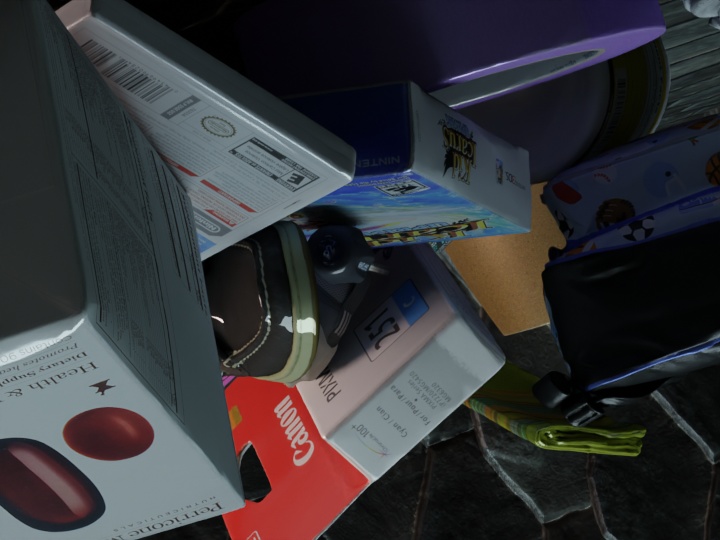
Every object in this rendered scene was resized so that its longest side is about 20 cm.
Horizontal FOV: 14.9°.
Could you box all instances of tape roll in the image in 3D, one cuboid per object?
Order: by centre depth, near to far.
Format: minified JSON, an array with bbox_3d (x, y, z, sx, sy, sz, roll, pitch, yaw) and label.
[{"bbox_3d":[0.043,-0.116,1.320,0.200,0.066,0.200,-16,179,0],"label":"tape roll"}]

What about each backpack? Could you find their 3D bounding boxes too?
[{"bbox_3d":[0.182,-0.004,1.482,0.200,0.154,0.191,-13,172,5],"label":"backpack"}]

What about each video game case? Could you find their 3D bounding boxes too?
[{"bbox_3d":[-0.120,-0.041,1.162,0.143,0.018,0.200,31,139,-33],"label":"video game case"},{"bbox_3d":[-0.041,-0.039,1.270,0.200,0.046,0.181,-6,172,19],"label":"video game case"}]

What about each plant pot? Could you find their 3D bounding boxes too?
[{"bbox_3d":[0.132,-0.054,2.258,0.186,0.200,0.186,-16,179,0],"label":"plant pot"}]

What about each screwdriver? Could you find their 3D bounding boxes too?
[{"bbox_3d":[0.000,0.000,1.299,0.028,0.029,0.200,-4,172,8],"label":"screwdriver"}]

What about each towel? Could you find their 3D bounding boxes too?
[{"bbox_3d":[0.061,0.054,1.504,0.086,0.018,0.200,9,-166,-44],"label":"towel"}]

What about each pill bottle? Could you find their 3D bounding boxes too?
[{"bbox_3d":[0.111,-0.107,1.549,0.111,0.111,0.200,-17,178,21],"label":"pill bottle"}]

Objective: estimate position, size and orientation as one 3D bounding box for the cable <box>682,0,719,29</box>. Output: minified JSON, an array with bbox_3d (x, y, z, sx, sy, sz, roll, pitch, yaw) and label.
[{"bbox_3d":[0.236,-0.173,1.281,0.200,0.069,0.200,-18,178,16],"label":"cable"}]

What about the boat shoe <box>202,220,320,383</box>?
[{"bbox_3d":[-0.070,0.020,1.261,0.066,0.072,0.201,-5,176,-17],"label":"boat shoe"}]

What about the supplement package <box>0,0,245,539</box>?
[{"bbox_3d":[-0.169,0.019,1.046,0.191,0.147,0.200,-17,153,8],"label":"supplement package"}]

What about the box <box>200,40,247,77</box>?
[{"bbox_3d":[-0.131,-0.072,1.425,0.200,0.048,0.193,-15,180,-42],"label":"box"}]

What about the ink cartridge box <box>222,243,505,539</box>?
[{"bbox_3d":[-0.025,0.054,1.432,0.176,0.045,0.200,-44,-154,6],"label":"ink cartridge box"}]

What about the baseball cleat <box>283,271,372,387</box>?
[{"bbox_3d":[-0.079,-0.012,1.420,0.200,0.107,0.070,26,168,29],"label":"baseball cleat"}]

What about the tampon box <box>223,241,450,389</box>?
[{"bbox_3d":[-0.052,-0.023,1.644,0.150,0.126,0.200,-44,169,19],"label":"tampon box"}]
